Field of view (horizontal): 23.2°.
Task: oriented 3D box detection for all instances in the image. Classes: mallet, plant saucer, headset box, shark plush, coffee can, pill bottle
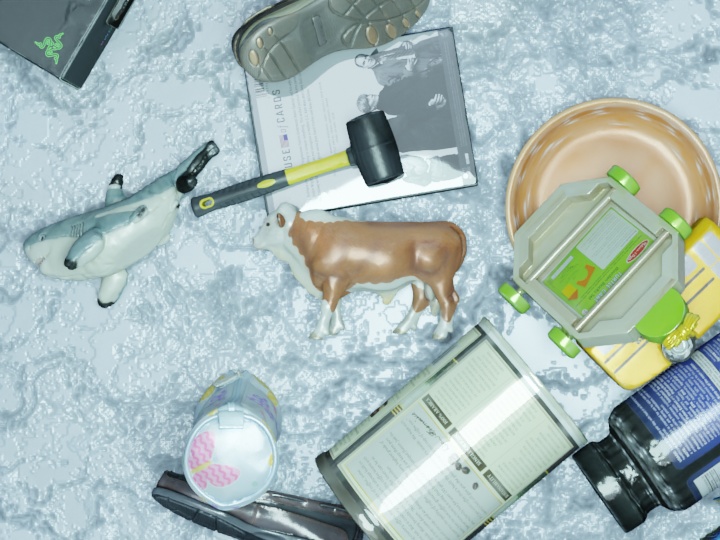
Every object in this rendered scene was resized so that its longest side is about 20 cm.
[{"bbox_3d":[-0.062,-0.098,1.609,0.199,0.041,0.066,-10,90,6],"label":"mallet"},{"bbox_3d":[0.232,-0.057,1.617,0.199,0.037,0.202,0,88,2],"label":"plant saucer"},{"bbox_3d":[-0.296,-0.286,1.618,0.199,0.093,0.175,32,91,2],"label":"headset box"},{"bbox_3d":[-0.220,-0.060,1.625,0.200,0.091,0.083,-44,57,5],"label":"shark plush"},{"bbox_3d":[0.081,0.160,1.563,0.200,0.146,0.147,-40,87,1],"label":"coffee can"},{"bbox_3d":[0.294,0.143,1.571,0.199,0.112,0.112,-35,87,1],"label":"pill bottle"}]

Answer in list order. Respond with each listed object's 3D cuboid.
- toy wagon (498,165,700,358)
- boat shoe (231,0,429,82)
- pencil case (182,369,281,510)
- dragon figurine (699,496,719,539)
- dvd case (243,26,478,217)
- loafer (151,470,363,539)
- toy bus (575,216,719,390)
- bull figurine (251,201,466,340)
[{"bbox_3d":[0.220,0.006,1.530,0.155,0.040,0.200,-47,54,1],"label":"toy wagon"},{"bbox_3d":[-0.031,-0.237,1.608,0.199,0.073,0.075,-22,121,-21],"label":"boat shoe"},{"bbox_3d":[-0.110,0.146,1.548,0.083,0.200,0.091,16,96,-4],"label":"pencil case"},{"bbox_3d":[0.352,0.231,1.593,0.199,0.059,0.100,2,89,2],"label":"dragon figurine"},{"bbox_3d":[0.000,-0.136,1.635,0.199,0.025,0.151,-9,88,3],"label":"dvd case"},{"bbox_3d":[-0.092,0.219,1.617,0.199,0.072,0.063,22,70,-3],"label":"loafer"},{"bbox_3d":[0.290,0.021,1.562,0.200,0.065,0.078,-45,87,2],"label":"toy bus"},{"bbox_3d":[0.000,0.000,1.604,0.199,0.065,0.122,1,94,-5],"label":"bull figurine"}]
